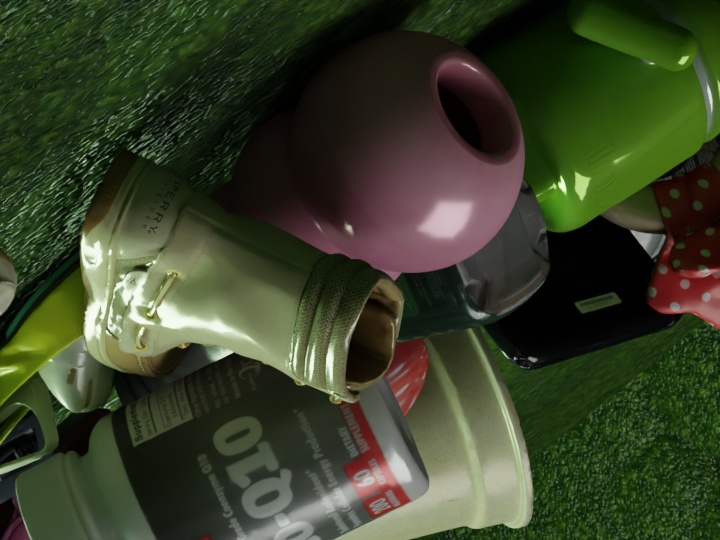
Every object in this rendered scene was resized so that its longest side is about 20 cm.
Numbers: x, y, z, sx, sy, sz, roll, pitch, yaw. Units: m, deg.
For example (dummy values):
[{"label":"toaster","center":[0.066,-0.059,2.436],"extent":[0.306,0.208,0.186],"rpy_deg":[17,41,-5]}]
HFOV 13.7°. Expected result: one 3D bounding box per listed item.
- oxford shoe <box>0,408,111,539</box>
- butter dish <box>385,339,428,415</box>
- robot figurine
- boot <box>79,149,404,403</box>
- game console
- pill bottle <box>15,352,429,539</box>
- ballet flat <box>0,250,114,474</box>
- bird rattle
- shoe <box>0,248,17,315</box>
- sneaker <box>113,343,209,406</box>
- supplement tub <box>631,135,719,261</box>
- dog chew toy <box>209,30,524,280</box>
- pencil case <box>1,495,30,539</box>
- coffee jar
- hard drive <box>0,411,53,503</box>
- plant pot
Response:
[{"label":"oxford shoe","center":[-0.219,0.133,1.856],"extent":[0.200,0.074,0.071],"rpy_deg":[-42,144,-57]},{"label":"butter dish","center":[-0.030,0.089,1.983],"extent":[0.199,0.148,0.200],"rpy_deg":[-32,169,-22]},{"label":"robot figurine","center":[0.138,-0.100,1.738],"extent":[0.199,0.116,0.176],"rpy_deg":[-32,171,-18]},{"label":"boot","center":[-0.057,0.024,1.500],"extent":[0.200,0.155,0.073],"rpy_deg":[93,21,-64]},{"label":"game console","center":[0.072,0.006,1.840],"extent":[0.116,0.176,0.200],"rpy_deg":[-46,162,31]},{"label":"pill bottle","center":[-0.074,0.110,1.597],"extent":[0.199,0.114,0.114],"rpy_deg":[-26,170,3]},{"label":"ballet flat","center":[-0.172,0.058,1.603],"extent":[0.200,0.067,0.067],"rpy_deg":[-40,167,26]},{"label":"bird rattle","center":[0.200,-0.073,1.850],"extent":[0.113,0.162,0.201],"rpy_deg":[43,66,-78]},{"label":"shoe","center":[-0.216,0.030,1.365],"extent":[0.070,0.054,0.200],"rpy_deg":[-40,169,27]},{"label":"sneaker","center":[-0.075,0.092,1.862],"extent":[0.099,0.200,0.071],"rpy_deg":[-30,-143,22]},{"label":"supplement tub","center":[0.180,-0.062,2.037],"extent":[0.122,0.123,0.200],"rpy_deg":[-42,168,35]},{"label":"dog chew toy","center":[-0.010,-0.039,1.553],"extent":[0.200,0.125,0.124],"rpy_deg":[-32,173,36]},{"label":"pencil case","center":[-0.147,0.156,1.843],"extent":[0.091,0.094,0.200],"rpy_deg":[-35,175,19]},{"label":"coffee jar","center":[0.000,0.000,1.679],"extent":[0.199,0.086,0.104],"rpy_deg":[-15,-169,36]},{"label":"hard drive","center":[-0.273,0.147,1.703],"extent":[0.199,0.043,0.135],"rpy_deg":[-29,-179,-30]},{"label":"plant pot","center":[0.005,0.129,2.233],"extent":[0.182,0.202,0.201],"rpy_deg":[-20,167,-14]}]
